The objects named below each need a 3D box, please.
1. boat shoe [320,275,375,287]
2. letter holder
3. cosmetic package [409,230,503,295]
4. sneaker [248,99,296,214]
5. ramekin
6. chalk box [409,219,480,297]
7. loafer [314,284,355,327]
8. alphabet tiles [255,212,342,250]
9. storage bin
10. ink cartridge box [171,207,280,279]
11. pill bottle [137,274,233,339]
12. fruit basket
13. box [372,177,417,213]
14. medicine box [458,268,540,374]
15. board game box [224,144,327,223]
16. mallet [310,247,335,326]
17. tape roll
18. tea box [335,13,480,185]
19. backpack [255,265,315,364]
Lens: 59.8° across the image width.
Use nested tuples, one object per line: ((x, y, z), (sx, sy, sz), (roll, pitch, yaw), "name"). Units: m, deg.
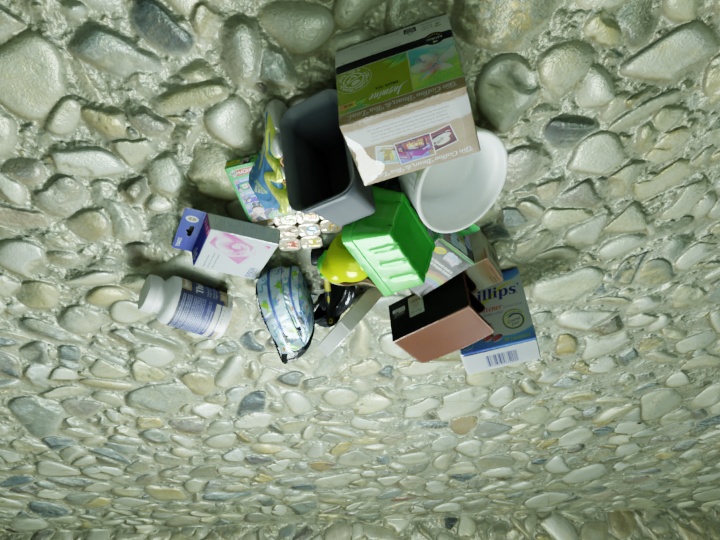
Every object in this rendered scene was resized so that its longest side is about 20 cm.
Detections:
((0.000, 0.000, 1.410), (0.197, 0.075, 0.062), (3, 179, -44), "boat shoe")
((0.184, 0.111, 1.417), (0.198, 0.102, 0.142), (-28, 135, 24), "letter holder")
((0.215, 0.004, 1.441), (0.197, 0.089, 0.103), (-26, 137, 24), "cosmetic package")
((-0.167, -0.199, 1.130), (0.103, 0.075, 0.205), (1, 106, 28), "sneaker")
((0.165, -0.182, 1.154), (0.197, 0.098, 0.204), (-18, 132, -21), "ramekin")
((0.158, -0.060, 1.332), (0.199, 0.126, 0.123), (-34, 132, 30), "chalk box")
((-0.068, 0.076, 1.514), (0.069, 0.069, 0.201), (4, 144, -24), "loafer")
((-0.136, -0.114, 1.320), (0.191, 0.015, 0.202), (-5, 140, -1), "alphabet tiles")
((-0.053, -0.174, 1.074), (0.143, 0.204, 0.134), (-20, 153, 21), "storage bin")
((-0.289, -0.051, 1.323), (0.196, 0.044, 0.196), (11, 154, -20), "ink cartridge box")
((-0.404, 0.079, 1.449), (0.197, 0.113, 0.111), (22, 134, -30), "pill bottle")
((0.016, -0.047, 1.196), (0.211, 0.158, 0.217), (17, 152, 9), "fruit basket")
((0.043, -0.152, 1.222), (0.198, 0.044, 0.161), (26, 113, -38), "box")
((0.318, 0.122, 1.505), (0.178, 0.203, 0.103), (-15, 143, 12), "medicine box")
((-0.147, -0.173, 1.219), (0.195, 0.029, 0.136), (-12, 130, 9), "board game box")
((-0.066, 0.038, 1.441), (0.064, 0.041, 0.204), (-9, 118, 6), "mallet")
((-0.025, 0.117, 1.476), (0.037, 0.203, 0.203), (42, 131, 2), "tape roll")
((0.073, -0.272, 1.004), (0.196, 0.200, 0.134), (-15, 141, 12), "tea box")
((-0.173, 0.084, 1.455), (0.151, 0.165, 0.202), (-23, 120, 19), "backpack")
